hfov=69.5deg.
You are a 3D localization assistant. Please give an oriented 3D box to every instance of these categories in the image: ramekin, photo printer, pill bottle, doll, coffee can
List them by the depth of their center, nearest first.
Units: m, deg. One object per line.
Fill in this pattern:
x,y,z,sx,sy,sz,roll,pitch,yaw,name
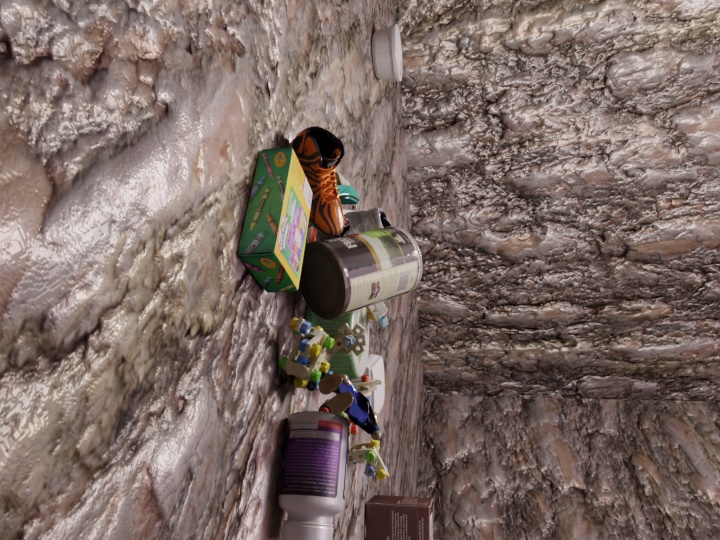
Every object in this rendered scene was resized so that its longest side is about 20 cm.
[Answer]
-0.080,0.350,0.882,0.111,0.111,0.200,68,23,-60,pill bottle
-0.008,0.239,0.911,0.137,0.048,0.200,55,0,37,doll
0.000,0.000,1.008,0.200,0.146,0.147,-15,107,-39,coffee can
-0.044,0.141,1.114,0.200,0.098,0.200,-2,90,-78,ramekin
0.026,0.335,1.506,0.200,0.069,0.167,-5,94,-78,photo printer
0.102,-0.818,1.967,0.202,0.094,0.203,-2,90,-78,ramekin

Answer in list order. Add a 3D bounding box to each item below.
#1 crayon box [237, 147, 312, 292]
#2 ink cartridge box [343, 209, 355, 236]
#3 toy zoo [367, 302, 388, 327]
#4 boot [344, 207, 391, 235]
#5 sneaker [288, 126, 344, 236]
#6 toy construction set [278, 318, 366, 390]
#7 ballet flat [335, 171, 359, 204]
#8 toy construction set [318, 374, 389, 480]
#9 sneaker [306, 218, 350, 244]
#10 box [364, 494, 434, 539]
-0.129,-0.080,0.827,0.119,0.058,0.200,69,23,-58,crayon box
-0.025,-0.050,1.289,0.161,0.050,0.200,-24,103,-78,ink cartridge box
0.000,0.042,1.165,0.200,0.020,0.131,57,-16,-1,toy zoo
0.029,-0.090,1.235,0.200,0.095,0.074,44,36,-70,boot
-0.066,-0.162,0.930,0.112,0.078,0.200,-17,-83,59,sneaker
-0.072,0.145,0.934,0.200,0.092,0.131,5,102,-60,toy construction set
-0.061,-0.170,1.065,0.200,0.067,0.071,-13,98,-60,ballet flat
-0.011,0.307,1.022,0.092,0.131,0.200,51,37,-71,toy construction set
-0.058,-0.095,1.119,0.200,0.082,0.077,-78,163,-49,sneaker
0.125,0.798,1.607,0.164,0.200,0.166,51,39,-72,box
